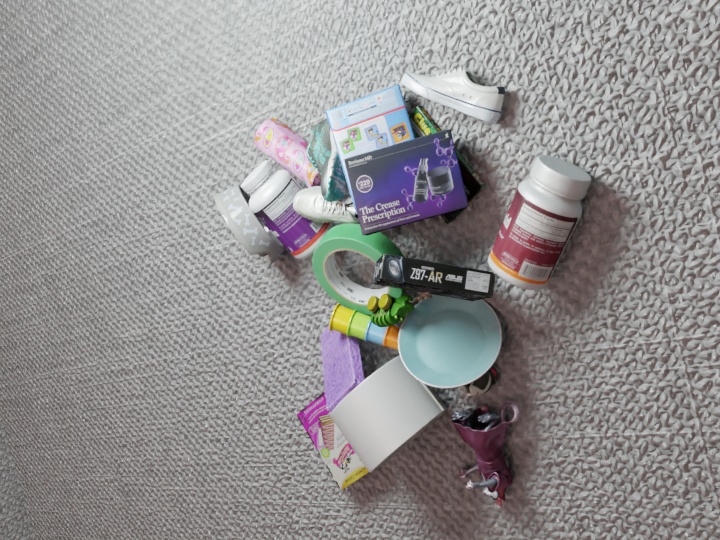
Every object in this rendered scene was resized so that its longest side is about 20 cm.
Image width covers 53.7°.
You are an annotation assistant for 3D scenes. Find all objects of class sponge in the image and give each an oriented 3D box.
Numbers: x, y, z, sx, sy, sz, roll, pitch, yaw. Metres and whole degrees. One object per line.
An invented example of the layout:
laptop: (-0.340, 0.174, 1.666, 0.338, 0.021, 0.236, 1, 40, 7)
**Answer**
sponge: (-0.042, 0.187, 1.502, 0.112, 0.029, 0.202, -51, 33, 34)

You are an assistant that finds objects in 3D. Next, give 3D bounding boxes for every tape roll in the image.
tape roll: (0.056, 0.283, 1.417, 0.140, 0.201, 0.203, 50, 126, 15)
tape roll: (0.000, 0.000, 1.428, 0.197, 0.048, 0.203, 18, 137, 17)

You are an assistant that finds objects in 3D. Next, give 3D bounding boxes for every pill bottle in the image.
pill bottle: (0.300, -0.080, 1.192, 0.113, 0.113, 0.203, 33, 119, 26)
pill bottle: (-0.155, -0.128, 1.484, 0.111, 0.113, 0.200, -28, 114, 38)

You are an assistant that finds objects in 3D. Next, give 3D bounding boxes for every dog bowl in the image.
dog bowl: (-0.239, -0.101, 1.562, 0.058, 0.200, 0.202, -35, 77, 2)

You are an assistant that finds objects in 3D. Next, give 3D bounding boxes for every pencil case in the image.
pencil case: (-0.136, -0.240, 1.506, 0.199, 0.087, 0.088, 40, 122, 22)

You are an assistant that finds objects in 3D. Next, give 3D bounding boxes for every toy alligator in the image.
toy alligator: (0.067, 0.078, 1.351, 0.199, 0.059, 0.055, -14, 58, 57)

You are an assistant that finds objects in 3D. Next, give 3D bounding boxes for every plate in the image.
plate: (0.167, 0.131, 1.331, 0.198, 0.202, 0.026, 24, 157, 30)

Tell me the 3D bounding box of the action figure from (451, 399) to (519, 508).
action figure: (0.252, 0.357, 1.373, 0.147, 0.134, 0.203, -24, 102, -4)

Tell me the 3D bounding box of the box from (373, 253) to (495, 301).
box: (0.126, 0.015, 1.269, 0.195, 0.160, 0.045, 10, 85, -2)

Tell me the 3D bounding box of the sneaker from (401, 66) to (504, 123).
sneaker: (0.168, -0.327, 1.267, 0.197, 0.073, 0.072, 26, 107, 20)

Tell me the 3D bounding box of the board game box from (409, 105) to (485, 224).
board game box: (0.140, -0.200, 1.342, 0.201, 0.023, 0.105, 54, 128, 14)

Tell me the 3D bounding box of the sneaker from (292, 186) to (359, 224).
sneaker: (-0.038, -0.126, 1.408, 0.195, 0.081, 0.077, 9, 93, 1)

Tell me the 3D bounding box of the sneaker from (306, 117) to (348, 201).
sneaker: (-0.066, -0.219, 1.409, 0.090, 0.077, 0.204, -13, 57, 28)

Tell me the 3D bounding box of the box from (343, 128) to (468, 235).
box: (0.083, -0.157, 1.281, 0.196, 0.079, 0.144, -15, 90, 7)

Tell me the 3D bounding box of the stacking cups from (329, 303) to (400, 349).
stacking cups: (0.035, 0.129, 1.454, 0.196, 0.061, 0.062, 20, 115, 10)

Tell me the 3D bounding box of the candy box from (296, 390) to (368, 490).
candy box: (-0.042, 0.372, 1.604, 0.136, 0.061, 0.202, -42, 76, 36)

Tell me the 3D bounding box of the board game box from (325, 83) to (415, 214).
board game box: (0.033, -0.226, 1.339, 0.148, 0.037, 0.204, -17, 90, 8)

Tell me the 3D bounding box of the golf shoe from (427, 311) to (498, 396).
golf shoe: (0.177, 0.153, 1.364, 0.200, 0.087, 0.078, 46, 126, 20)
